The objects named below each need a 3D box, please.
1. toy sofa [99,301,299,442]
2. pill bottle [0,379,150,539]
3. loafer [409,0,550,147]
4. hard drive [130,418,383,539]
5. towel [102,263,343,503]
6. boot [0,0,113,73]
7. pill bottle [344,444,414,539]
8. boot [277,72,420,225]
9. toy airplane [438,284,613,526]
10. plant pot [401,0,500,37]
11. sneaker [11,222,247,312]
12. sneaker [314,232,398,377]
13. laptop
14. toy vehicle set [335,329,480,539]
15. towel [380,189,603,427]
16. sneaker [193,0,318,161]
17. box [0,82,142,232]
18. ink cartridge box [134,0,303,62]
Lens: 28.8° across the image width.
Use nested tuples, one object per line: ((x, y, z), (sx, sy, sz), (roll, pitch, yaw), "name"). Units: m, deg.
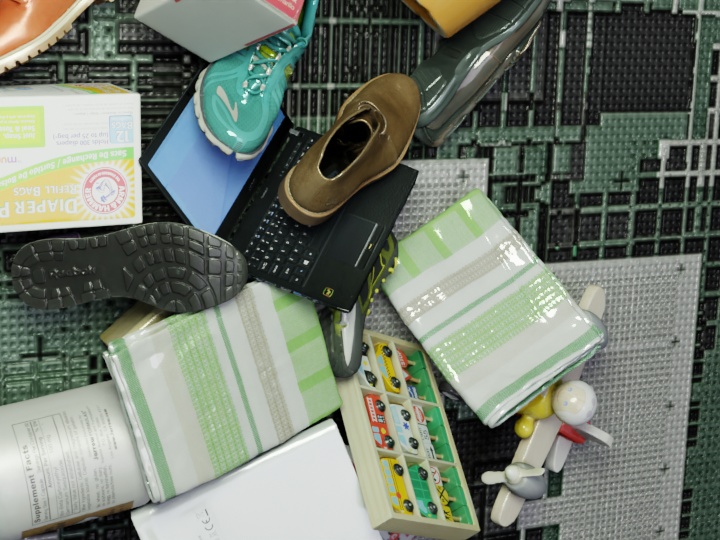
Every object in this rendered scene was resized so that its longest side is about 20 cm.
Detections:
((-0.141, 0.114, 1.281), (0.083, 0.097, 0.201), (-41, 116, -12), "toy sofa")
((-0.288, 0.171, 1.214), (0.198, 0.114, 0.116), (-12, 106, -22), "pill bottle")
((0.114, -0.206, 1.355), (0.200, 0.072, 0.063), (-46, 136, -2), "loafer")
((-0.090, 0.236, 1.266), (0.198, 0.026, 0.133), (-24, 102, -8), "hard drive")
((-0.116, 0.095, 1.219), (0.198, 0.031, 0.151), (-25, 111, -29), "towel")
((-0.273, -0.238, 1.159), (0.200, 0.075, 0.108), (-45, 113, -19), "boot")
((-0.046, 0.276, 1.352), (0.200, 0.113, 0.114), (-44, 116, -11), "pill bottle")
((0.008, -0.120, 1.230), (0.073, 0.076, 0.200), (40, 50, -2), "boot")
((0.192, 0.135, 1.415), (0.197, 0.141, 0.203), (-19, 103, -30), "toy airplane")
((0.095, -0.317, 1.250), (0.183, 0.200, 0.200), (-46, 116, 3), "plant pot")
((-0.192, -0.012, 1.205), (0.197, 0.088, 0.077), (1, 103, 4), "sneaker")
((0.000, 0.000, 1.303), (0.084, 0.074, 0.203), (9, 73, -29), "sneaker")
((-0.064, -0.089, 1.224), (0.198, 0.104, 0.178), (21, 54, 10), "laptop")
((0.037, 0.152, 1.320), (0.123, 0.202, 0.026), (17, 137, -44), "toy vehicle set")
((0.120, 0.031, 1.348), (0.148, 0.031, 0.201), (-33, 72, -16), "towel")
((-0.084, -0.184, 1.202), (0.077, 0.080, 0.202), (28, 56, -16), "sneaker")
((-0.287, -0.094, 1.162), (0.197, 0.101, 0.114), (-6, 104, -24), "box")
((-0.091, -0.291, 1.154), (0.083, 0.144, 0.202), (27, 69, -30), "ink cartridge box")
